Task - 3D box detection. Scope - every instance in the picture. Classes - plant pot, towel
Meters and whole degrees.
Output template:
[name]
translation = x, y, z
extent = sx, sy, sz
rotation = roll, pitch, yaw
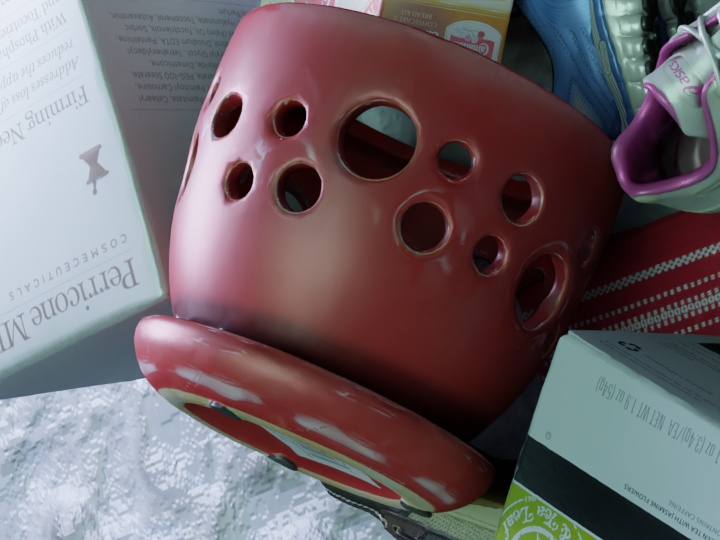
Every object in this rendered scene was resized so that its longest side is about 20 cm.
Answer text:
[plant pot]
translation = 0.000, 0.000, 0.965
extent = 0.199, 0.200, 0.184
rotation = 17, 77, 36
[towel]
translation = 0.157, 0.072, 0.996
extent = 0.144, 0.022, 0.202
rotation = -23, 78, 36

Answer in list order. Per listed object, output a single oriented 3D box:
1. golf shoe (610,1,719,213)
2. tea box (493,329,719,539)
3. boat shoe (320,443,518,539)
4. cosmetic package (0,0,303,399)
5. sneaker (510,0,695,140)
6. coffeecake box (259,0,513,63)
[golf shoe]
translation = 0.175, -0.094, 0.882
extent = 0.076, 0.091, 0.201
rotation = 59, 141, 34
[tea box]
translation = 0.163, 0.153, 0.879
extent = 0.199, 0.133, 0.198
rotation = 30, 110, 44
[boat shoe]
translation = 0.048, 0.125, 1.042
extent = 0.199, 0.073, 0.065
rotation = 11, 108, 51
[cosmetic package]
translation = -0.132, -0.055, 1.123
extent = 0.167, 0.166, 0.202
rotation = -25, 78, 35
[sneaker]
translation = 0.101, -0.157, 0.998
extent = 0.089, 0.078, 0.202
rotation = -9, 86, 35
[coffeecake box]
translation = 0.024, -0.209, 1.021
extent = 0.153, 0.072, 0.202
rotation = -150, 69, -63
